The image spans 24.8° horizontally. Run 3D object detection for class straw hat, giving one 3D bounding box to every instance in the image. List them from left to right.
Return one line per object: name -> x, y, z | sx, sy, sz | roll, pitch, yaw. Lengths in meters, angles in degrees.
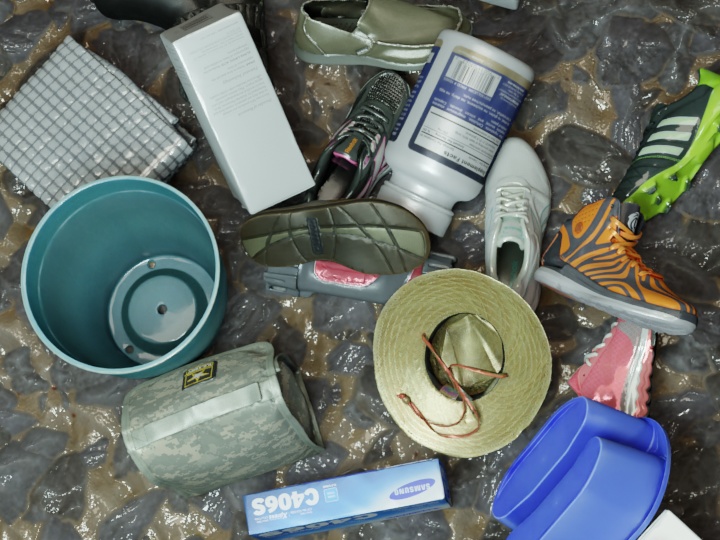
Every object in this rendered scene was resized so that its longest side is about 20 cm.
straw hat -> 0.111, 0.083, 1.680 | 0.201, 0.085, 0.201 | 6, 107, 20

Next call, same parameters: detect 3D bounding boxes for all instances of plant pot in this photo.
plant pot -> -0.225, 0.025, 1.689 | 0.200, 0.188, 0.200 | -2, 76, 6

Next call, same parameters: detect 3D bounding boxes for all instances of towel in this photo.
towel -> -0.294, -0.135, 1.793 | 0.200, 0.086, 0.166 | 40, 83, 16

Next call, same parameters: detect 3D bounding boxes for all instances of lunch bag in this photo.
lunch bag -> -0.140, 0.147, 1.642 | 0.164, 0.200, 0.118 | -20, 75, 3

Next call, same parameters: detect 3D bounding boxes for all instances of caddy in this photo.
caddy -> 0.218, 0.220, 1.579 | 0.105, 0.141, 0.200 | 26, 116, -21

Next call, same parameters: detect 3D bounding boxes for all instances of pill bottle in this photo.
pill bottle -> 0.093, -0.141, 1.720 | 0.111, 0.111, 0.200 | 27, 93, 13

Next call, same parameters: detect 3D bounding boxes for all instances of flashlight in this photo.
flashlight -> 0.000, 0.000, 1.729 | 0.200, 0.068, 0.068 | 11, 61, 10

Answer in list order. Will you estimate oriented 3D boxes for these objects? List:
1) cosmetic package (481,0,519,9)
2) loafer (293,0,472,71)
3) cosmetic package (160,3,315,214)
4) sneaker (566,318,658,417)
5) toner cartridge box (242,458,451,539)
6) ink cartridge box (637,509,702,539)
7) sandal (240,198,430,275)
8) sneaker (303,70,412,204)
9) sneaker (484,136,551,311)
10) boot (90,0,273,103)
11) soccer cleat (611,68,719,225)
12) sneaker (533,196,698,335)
cosmetic package -> 0.120, -0.419, 1.763 | 0.166, 0.167, 0.200 | 18, 80, 11
loafer -> 0.021, -0.264, 1.778 | 0.200, 0.070, 0.075 | -2, 51, 8
cosmetic package -> -0.129, -0.168, 1.710 | 0.081, 0.113, 0.200 | -27, 109, -6
sneaker -> 0.256, 0.098, 1.667 | 0.087, 0.074, 0.200 | 6, 77, 10
toner cartridge box -> -0.011, 0.234, 1.658 | 0.200, 0.095, 0.043 | -12, 76, 5
ink cartridge box -> 0.289, 0.319, 1.543 | 0.129, 0.200, 0.125 | 42, 85, 15
sandal -> -0.024, -0.038, 1.692 | 0.200, 0.055, 0.082 | -3, 111, 18
sneaker -> 0.000, -0.125, 1.748 | 0.080, 0.086, 0.200 | 22, 80, 10
sneaker -> 0.163, -0.049, 1.713 | 0.070, 0.080, 0.201 | -1, 75, 9
boot -> -0.200, -0.258, 1.810 | 0.211, 0.079, 0.158 | -2, 76, 6
soccer cleat -> 0.322, -0.126, 1.724 | 0.200, 0.068, 0.081 | -46, 51, 0
sneaker -> 0.265, -0.012, 1.628 | 0.200, 0.078, 0.112 | 24, 88, 44
